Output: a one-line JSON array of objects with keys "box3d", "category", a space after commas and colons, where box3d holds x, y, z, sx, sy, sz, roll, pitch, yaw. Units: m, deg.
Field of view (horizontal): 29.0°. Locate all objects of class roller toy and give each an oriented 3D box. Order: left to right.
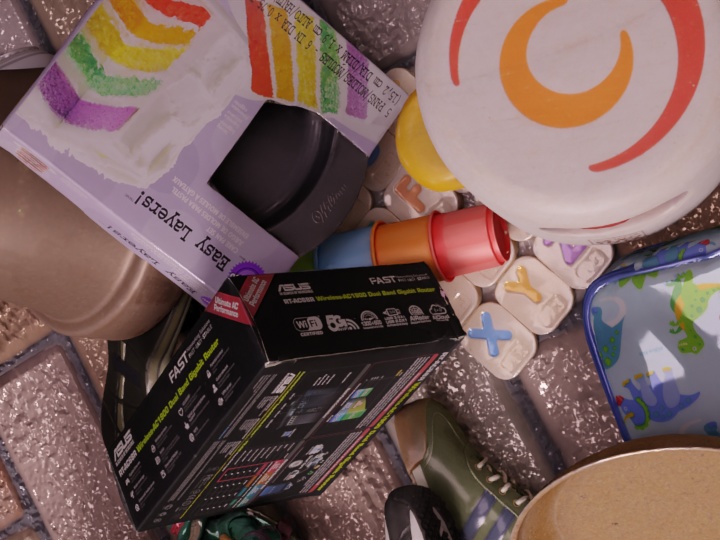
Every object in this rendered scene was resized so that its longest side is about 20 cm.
[{"box3d": [0.130, -0.106, 0.806, 0.182, 0.140, 0.200, 35, 94, 16], "category": "roller toy"}]

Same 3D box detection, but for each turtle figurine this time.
[{"box3d": [-0.074, 0.212, 0.951, 0.199, 0.101, 0.150, 28, 141, 4], "category": "turtle figurine"}]

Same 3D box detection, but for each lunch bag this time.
[{"box3d": [0.243, 0.050, 0.815, 0.199, 0.082, 0.161, -15, 96, 24], "category": "lunch bag"}]

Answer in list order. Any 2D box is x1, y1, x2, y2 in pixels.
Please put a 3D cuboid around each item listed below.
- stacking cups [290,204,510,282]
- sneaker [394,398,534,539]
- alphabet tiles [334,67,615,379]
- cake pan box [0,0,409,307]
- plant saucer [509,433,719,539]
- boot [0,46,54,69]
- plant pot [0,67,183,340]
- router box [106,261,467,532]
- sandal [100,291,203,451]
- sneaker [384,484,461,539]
[{"box3d": [0.000, 0.000, 0.910, 0.199, 0.060, 0.061, -9, 93, 20], "category": "stacking cups"}, {"box3d": [0.102, 0.164, 0.897, 0.090, 0.067, 0.201, -24, 90, 19], "category": "sneaker"}, {"box3d": [0.059, -0.031, 0.916, 0.196, 0.015, 0.200, 43, 110, 13], "category": "alphabet tiles"}, {"box3d": [-0.091, -0.092, 0.854, 0.200, 0.052, 0.184, 40, 76, -16], "category": "cake pan box"}, {"box3d": [0.187, 0.154, 0.808, 0.199, 0.036, 0.201, 5, 134, 5], "category": "plant saucer"}, {"box3d": [-0.317, -0.147, 1.024, 0.199, 0.074, 0.096, -20, 89, 21], "category": "boot"}, {"box3d": [-0.223, -0.054, 0.907, 0.200, 0.174, 0.201, -3, 86, 45], "category": "plant pot"}, {"box3d": [-0.050, 0.079, 0.865, 0.200, 0.149, 0.062, -51, 55, 40], "category": "router box"}, {"box3d": [-0.141, 0.056, 0.988, 0.080, 0.057, 0.202, 39, 126, 41], "category": "sandal"}, {"box3d": [0.027, 0.228, 0.862, 0.080, 0.074, 0.201, -1, 107, 18], "category": "sneaker"}]
